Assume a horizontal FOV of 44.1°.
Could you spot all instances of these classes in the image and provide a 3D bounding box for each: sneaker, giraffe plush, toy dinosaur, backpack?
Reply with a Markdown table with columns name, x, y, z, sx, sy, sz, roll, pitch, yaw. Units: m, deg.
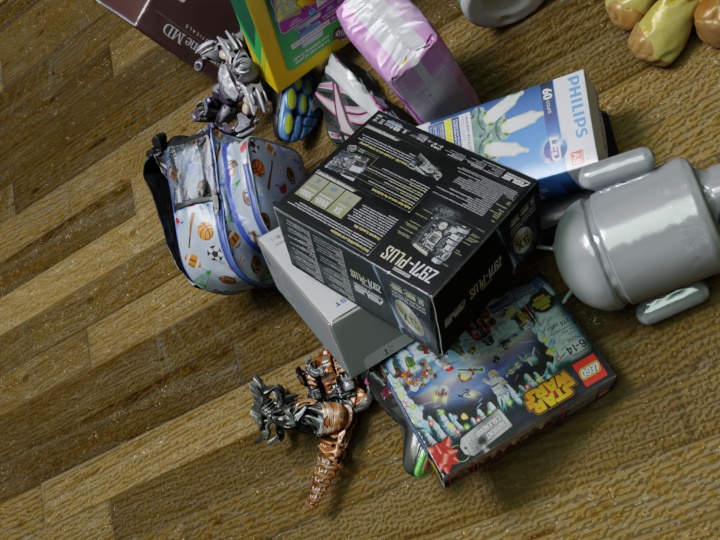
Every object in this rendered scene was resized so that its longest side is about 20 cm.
| name | x | y | z | sx | sy | sz | roll | pitch | yaw |
| --- | --- | --- | --- | --- | --- | --- | --- | --- | --- |
| sneaker | -0.105 | -0.248 | 1.176 | 0.082 | 0.070 | 0.203 | -26 | 58 | 27 |
| giraffe plush | 0.324 | -0.325 | 0.874 | 0.198 | 0.161 | 0.175 | -31 | 62 | 20 |
| toy dinosaur | -0.051 | 0.158 | 1.013 | 0.133 | 0.103 | 0.203 | 0 | 54 | 14 |
| sneaker | 0.005 | -0.176 | 1.090 | 0.087 | 0.080 | 0.201 | -53 | 48 | 22 |
| sneaker | 0.044 | 0.128 | 0.961 | 0.082 | 0.077 | 0.203 | -11 | 59 | 6 |
| backpack | -0.147 | -0.068 | 1.087 | 0.152 | 0.199 | 0.195 | -4 | 87 | 31 |

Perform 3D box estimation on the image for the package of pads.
| name | x | y | z | sx | sy | sz | roll | pitch | yaw |
| --- | --- | --- | --- | --- | --- | --- | --- | --- | --- |
| package of pads | 0.062 | -0.225 | 0.985 | 0.075 | 0.200 | 0.121 | -38 | 63 | 10 |

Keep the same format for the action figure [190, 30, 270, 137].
| name | x | y | z | sx | sy | sz | roll | pitch | yaw |
| --- | --- | --- | --- | --- | --- | --- | --- | --- | --- |
| action figure | -0.175 | -0.221 | 1.152 | 0.200 | 0.068 | 0.132 | -39 | 64 | 61 |

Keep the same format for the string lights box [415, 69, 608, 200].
| name | x | y | z | sx | sy | sz | roll | pitch | yaw |
| --- | --- | --- | --- | --- | --- | --- | --- | --- | --- |
| string lights box | 0.154 | -0.122 | 0.930 | 0.197 | 0.059 | 0.105 | -15 | 69 | 28 |

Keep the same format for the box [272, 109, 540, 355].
| name | x | y | z | sx | sy | sz | roll | pitch | yaw |
| --- | --- | --- | --- | --- | --- | --- | --- | --- | --- |
| box | 0.046 | -0.043 | 0.847 | 0.198 | 0.087 | 0.164 | 29 | 61 | 32 |

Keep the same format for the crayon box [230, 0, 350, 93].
| name | x | y | z | sx | sy | sz | roll | pitch | yaw |
| --- | --- | --- | --- | --- | --- | --- | --- | --- | --- |
| crayon box | -0.056 | -0.340 | 1.067 | 0.199 | 0.173 | 0.058 | -37 | 60 | -12 |

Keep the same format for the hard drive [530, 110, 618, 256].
| name | x | y | z | sx | sy | sz | roll | pitch | yaw |
| --- | --- | --- | --- | --- | --- | --- | --- | --- | --- |
| hard drive | 0.183 | -0.088 | 0.964 | 0.197 | 0.042 | 0.137 | -20 | 66 | 26 |

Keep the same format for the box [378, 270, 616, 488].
| name | x | y | z | sx | sy | sz | roll | pitch | yaw |
| --- | --- | --- | --- | --- | --- | --- | --- | --- | --- |
| box | 0.135 | 0.106 | 0.893 | 0.198 | 0.040 | 0.138 | -29 | 61 | -7 |

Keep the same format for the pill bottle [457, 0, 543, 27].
| name | x | y | z | sx | sy | sz | roll | pitch | yaw |
| --- | --- | --- | --- | --- | --- | --- | --- | --- | --- |
| pill bottle | 0.141 | -0.396 | 1.036 | 0.112 | 0.113 | 0.203 | -28 | 63 | 22 |

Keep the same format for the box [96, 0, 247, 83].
| name | x | y | z | sx | sy | sz | roll | pitch | yaw |
| --- | --- | --- | --- | --- | --- | --- | --- | --- | --- |
| box | -0.227 | -0.399 | 1.217 | 0.164 | 0.165 | 0.202 | 36 | 96 | 44 |

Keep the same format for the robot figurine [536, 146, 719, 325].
| name | x | y | z | sx | sy | sz | roll | pitch | yaw |
| --- | --- | --- | --- | --- | --- | --- | --- | --- | --- |
| robot figurine | 0.270 | -0.033 | 0.850 | 0.197 | 0.113 | 0.172 | -24 | 99 | 22 |

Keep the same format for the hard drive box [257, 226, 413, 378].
| name | x | y | z | sx | sy | sz | roll | pitch | yaw |
| --- | --- | --- | --- | --- | --- | --- | --- | --- | --- |
| hard drive box | 0.000 | 0.000 | 0.957 | 0.154 | 0.078 | 0.200 | -29 | 36 | -12 |
